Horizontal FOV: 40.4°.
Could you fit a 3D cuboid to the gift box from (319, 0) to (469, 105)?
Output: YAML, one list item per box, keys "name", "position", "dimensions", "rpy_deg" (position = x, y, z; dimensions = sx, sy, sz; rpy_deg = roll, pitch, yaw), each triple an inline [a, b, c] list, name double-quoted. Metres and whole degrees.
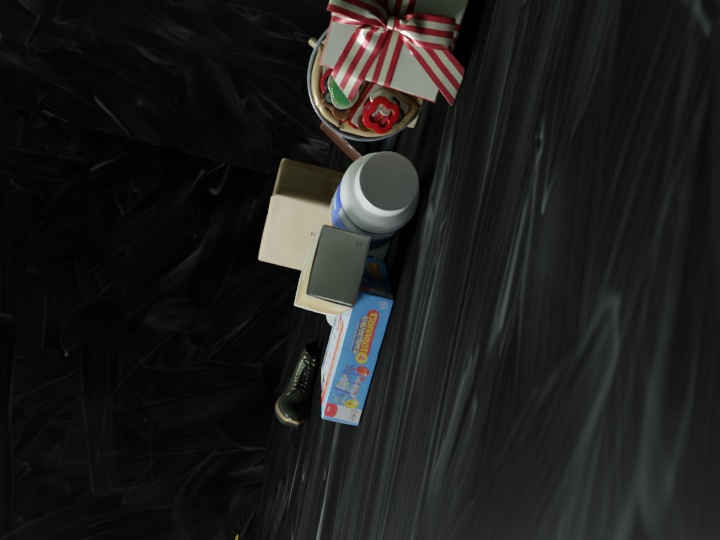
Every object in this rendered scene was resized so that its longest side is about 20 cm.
- name: "gift box"
  position: [0.056, -0.318, 1.280]
  dimensions: [0.187, 0.183, 0.201]
  rpy_deg: [-68, -9, -68]

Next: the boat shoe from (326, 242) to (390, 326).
- name: "boat shoe"
  position: [0.000, 0.000, 1.578]
  dimensions: [0.064, 0.070, 0.201]
  rpy_deg: [-95, 28, -69]

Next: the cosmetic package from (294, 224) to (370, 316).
- name: "cosmetic package"
  position: [-0.043, 0.004, 1.396]
  dimensions: [0.200, 0.071, 0.106]
  rpy_deg: [138, 146, -79]

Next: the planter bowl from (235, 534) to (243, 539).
- name: "planter bowl"
  position: [-0.285, 0.757, 2.395]
  dimensions: [0.200, 0.083, 0.202]
  rpy_deg: [-166, 90, -83]

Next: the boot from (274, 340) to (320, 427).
- name: "boot"
  position: [-0.137, 0.255, 2.230]
  dimensions: [0.200, 0.077, 0.139]
  rpy_deg: [-95, 24, -68]

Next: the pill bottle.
- name: "pill bottle"
  position: [0.021, -0.100, 1.372]
  dimensions: [0.200, 0.111, 0.113]
  rpy_deg: [130, 153, -76]

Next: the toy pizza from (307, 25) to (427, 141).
- name: "toy pizza"
  position: [0.020, -0.284, 1.433]
  dimensions: [0.032, 0.199, 0.201]
  rpy_deg: [-126, 47, -59]

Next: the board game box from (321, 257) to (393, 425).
- name: "board game box"
  position: [-0.008, 0.099, 1.466]
  dimensions: [0.196, 0.055, 0.201]
  rpy_deg: [-99, 23, -73]

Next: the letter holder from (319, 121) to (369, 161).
- name: "letter holder"
  position: [-0.010, -0.330, 2.298]
  dimensions: [0.101, 0.142, 0.200]
  rpy_deg: [-44, 6, -1]

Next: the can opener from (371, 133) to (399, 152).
- name: "can opener"
  position: [0.060, -0.286, 1.741]
  dimensions: [0.063, 0.078, 0.201]
  rpy_deg: [43, 133, 37]

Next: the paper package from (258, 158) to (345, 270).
- name: "paper package"
  position: [-0.072, -0.087, 1.792]
  dimensions: [0.191, 0.199, 0.104]
  rpy_deg: [109, 172, -47]

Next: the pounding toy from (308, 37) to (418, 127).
- name: "pounding toy"
  position: [0.010, -0.341, 1.596]
  dimensions: [0.143, 0.199, 0.185]
  rpy_deg: [111, 170, -53]
